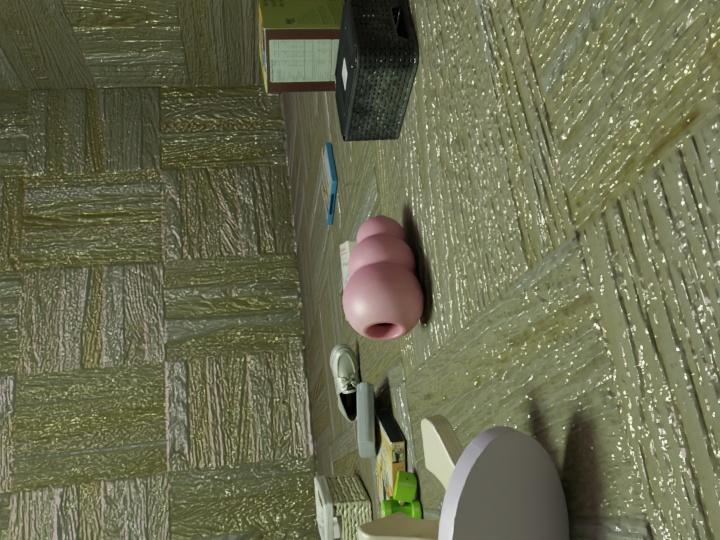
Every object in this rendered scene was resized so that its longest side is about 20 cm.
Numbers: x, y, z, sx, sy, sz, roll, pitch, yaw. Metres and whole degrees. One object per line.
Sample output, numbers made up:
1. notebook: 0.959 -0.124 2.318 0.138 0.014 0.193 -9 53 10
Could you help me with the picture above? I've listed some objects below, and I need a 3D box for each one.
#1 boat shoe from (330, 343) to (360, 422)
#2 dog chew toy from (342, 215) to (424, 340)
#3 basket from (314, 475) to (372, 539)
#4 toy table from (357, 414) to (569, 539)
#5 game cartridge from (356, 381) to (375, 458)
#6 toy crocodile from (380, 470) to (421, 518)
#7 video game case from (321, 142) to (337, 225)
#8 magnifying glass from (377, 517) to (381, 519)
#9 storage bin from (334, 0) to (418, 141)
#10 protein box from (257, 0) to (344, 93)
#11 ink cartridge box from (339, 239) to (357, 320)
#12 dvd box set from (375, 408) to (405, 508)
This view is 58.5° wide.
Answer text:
1. boat shoe: -0.033 0.283 1.597 0.066 0.071 0.202 -132 38 -67
2. dog chew toy: 0.034 0.003 0.992 0.125 0.123 0.202 103 169 -58
3. basket: -0.045 0.615 1.640 0.200 0.122 0.137 -167 73 -79
4. toy table: 0.103 0.231 0.580 0.117 0.182 0.202 4 90 63
5. game cartridge: 0.014 0.314 1.318 0.200 0.040 0.135 82 -170 -69
6. toy crocodile: 0.068 0.444 1.102 0.062 0.067 0.202 -113 23 -76
7. video game case: -0.092 -0.248 1.864 0.201 0.018 0.144 102 160 -57
8. magnifying glass: 0.051 0.507 1.210 0.201 0.022 0.080 74 172 -53
9. storage bin: 0.018 -0.312 1.011 0.200 0.093 0.136 106 157 -61
10. protein box: -0.112 -0.484 1.368 0.199 0.198 0.136 -106 16 -48
11. ink cartridge box: 0.000 0.000 1.300 0.117 0.067 0.202 164 101 -80
12. dvd box set: 0.058 0.389 1.233 0.146 0.029 0.202 -131 38 -74
